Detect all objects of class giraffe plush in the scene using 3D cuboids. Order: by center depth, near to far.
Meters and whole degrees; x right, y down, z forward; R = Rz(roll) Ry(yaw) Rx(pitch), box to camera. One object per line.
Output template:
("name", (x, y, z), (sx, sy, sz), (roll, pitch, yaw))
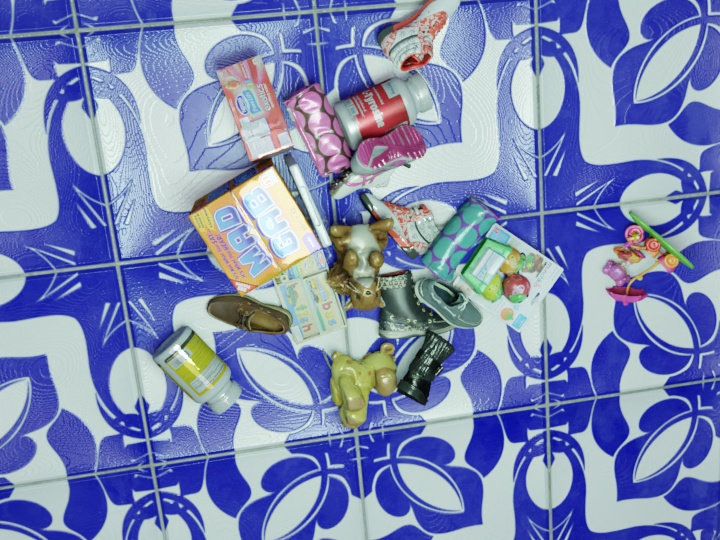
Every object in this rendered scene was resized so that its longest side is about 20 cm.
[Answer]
("giraffe plush", (0.017, 0.256, 1.809), (0.162, 0.173, 0.200), (-13, 71, -16))

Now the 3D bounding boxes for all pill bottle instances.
("pill bottle", (0.051, -0.351, 1.668), (0.200, 0.112, 0.112), (-25, 106, -2))
("pill bottle", (-0.367, 0.232, 1.745), (0.111, 0.111, 0.200), (-39, 106, 2))

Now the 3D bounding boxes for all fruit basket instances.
("fruit basket", (0.346, 0.018, 1.802), (0.200, 0.094, 0.185), (35, 97, 3))

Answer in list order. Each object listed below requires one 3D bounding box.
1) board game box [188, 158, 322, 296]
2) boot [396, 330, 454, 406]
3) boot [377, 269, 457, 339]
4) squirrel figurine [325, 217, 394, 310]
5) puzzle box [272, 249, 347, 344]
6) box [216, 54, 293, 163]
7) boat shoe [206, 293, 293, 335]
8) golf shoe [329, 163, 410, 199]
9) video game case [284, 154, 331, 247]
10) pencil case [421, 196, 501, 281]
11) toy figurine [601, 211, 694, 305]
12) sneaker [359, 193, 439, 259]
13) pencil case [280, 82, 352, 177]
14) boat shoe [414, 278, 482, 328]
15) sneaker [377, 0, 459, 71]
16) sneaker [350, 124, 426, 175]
("board game box", (-0.224, -0.100, 1.640), (0.200, 0.200, 0.200), (-31, 106, -1))
("boot", (0.155, 0.231, 1.802), (0.079, 0.211, 0.158), (28, 80, 9))
("boot", (0.136, 0.075, 1.808), (0.203, 0.073, 0.154), (-7, 101, -10))
("squirrel figurine", (0.000, 0.000, 1.695), (0.141, 0.200, 0.187), (-7, 81, -16))
("puzzle box", (-0.120, 0.061, 1.787), (0.133, 0.025, 0.200), (-20, 106, -4))
("box", (-0.222, -0.338, 1.622), (0.102, 0.095, 0.200), (-22, 96, -3))
("boat shoe", (-0.255, 0.103, 1.745), (0.200, 0.068, 0.072), (13, 106, 0))
("golf shoe", (0.023, -0.213, 1.718), (0.200, 0.073, 0.092), (-35, 108, 1))
("video game case", (-0.116, -0.153, 1.644), (0.022, 0.200, 0.183), (-23, 106, -2))
("pencil case", (0.231, -0.071, 1.777), (0.092, 0.085, 0.200), (36, 96, -20))
("toy figurine", (0.663, -0.011, 1.853), (0.200, 0.150, 0.184), (44, 104, 6))
("sneaker", (0.095, -0.130, 1.754), (0.108, 0.067, 0.201), (-42, 109, 2))
("pencil case", (-0.092, -0.302, 1.672), (0.094, 0.091, 0.200), (-38, 108, -35))
("boat shoe", (0.217, 0.078, 1.778), (0.200, 0.062, 0.073), (32, 65, -24))
("sneaker", (0.145, -0.505, 1.638), (0.201, 0.067, 0.108), (-30, 65, 2))
("sneaker", (0.054, -0.255, 1.646), (0.200, 0.088, 0.082), (-18, 87, -35))
